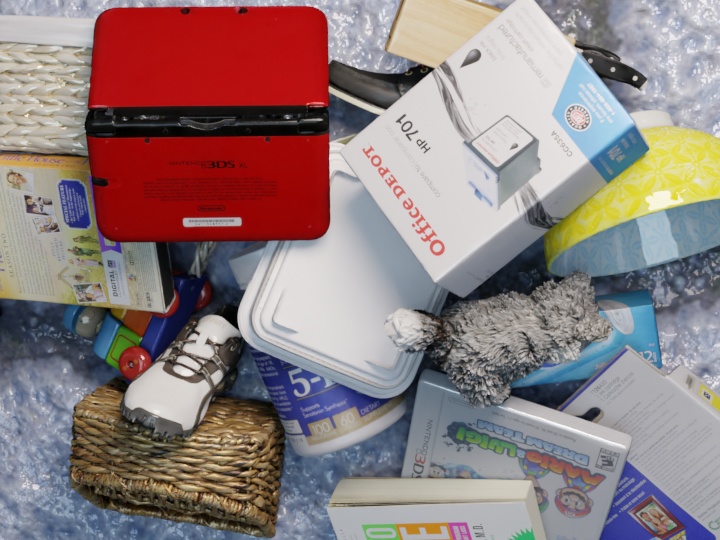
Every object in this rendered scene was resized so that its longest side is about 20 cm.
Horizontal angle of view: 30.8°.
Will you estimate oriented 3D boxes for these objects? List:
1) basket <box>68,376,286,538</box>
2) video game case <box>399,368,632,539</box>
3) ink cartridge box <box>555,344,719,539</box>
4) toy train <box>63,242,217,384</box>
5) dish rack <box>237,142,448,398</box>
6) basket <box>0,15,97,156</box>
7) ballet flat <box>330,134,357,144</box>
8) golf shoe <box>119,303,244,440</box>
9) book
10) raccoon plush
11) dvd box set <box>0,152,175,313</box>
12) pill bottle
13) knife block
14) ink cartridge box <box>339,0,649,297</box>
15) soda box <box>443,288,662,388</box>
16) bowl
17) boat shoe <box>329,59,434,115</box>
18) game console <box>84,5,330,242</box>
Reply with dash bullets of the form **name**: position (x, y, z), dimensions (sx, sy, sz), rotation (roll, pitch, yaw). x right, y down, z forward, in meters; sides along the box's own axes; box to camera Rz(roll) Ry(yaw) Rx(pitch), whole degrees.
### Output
- **basket**: position (-0.181, 0.203, 1.276), dimensions (0.200, 0.143, 0.149), rotation (10, 102, 7)
- **video game case**: position (0.139, 0.193, 1.236), dimensions (0.200, 0.024, 0.182), rotation (17, 129, 12)
- **ink cartridge box**: position (0.267, 0.181, 1.224), dimensions (0.200, 0.047, 0.198), rotation (41, 125, 0)
- **toy train**: position (-0.208, 0.003, 1.277), dimensions (0.116, 0.085, 0.200), rotation (29, 105, 16)
- **dish rack**: position (0.000, 0.000, 1.161), dimensions (0.172, 0.044, 0.200), rotation (23, 86, -8)
- **basket**: position (-0.243, -0.165, 1.206), dimensions (0.200, 0.136, 0.123), rotation (3, 94, 8)
- **ballet flat**: position (0.017, -0.100, 1.228), dimensions (0.200, 0.067, 0.067), rotation (-13, 70, 12)
- **golf shoe**: position (-0.161, 0.087, 1.216), dimensions (0.078, 0.200, 0.095), rotation (25, 109, 3)
- **book**: position (0.081, 0.266, 1.269), dimensions (0.200, 0.048, 0.134), rotation (-5, 117, 24)
- **raccoon plush**: position (0.128, 0.052, 1.110), dimensions (0.134, 0.200, 0.097), rotation (-30, 75, 24)
- **dvd box set**: position (-0.275, -0.036, 1.198), dimensions (0.200, 0.029, 0.146), rotation (4, 121, 14)
- **pill bottle**: position (-0.046, 0.063, 1.238), dimensions (0.120, 0.120, 0.200), rotation (-22, 97, 13)
- **knife block**: position (0.144, -0.183, 1.134), dimensions (0.176, 0.200, 0.064), rotation (28, 106, 33)
- **ink cartridge box**: position (0.108, -0.098, 1.059), dimensions (0.200, 0.086, 0.146), rotation (-39, 71, 9)
- **soda box**: position (0.178, 0.067, 1.229), dimensions (0.200, 0.068, 0.064), rotation (-9, 100, 11)
- **bowl**: position (0.246, -0.075, 1.143), dimensions (0.200, 0.200, 0.108), rotation (-17, 75, 12)
- **boat shoe**: position (0.062, -0.159, 1.197), dimensions (0.201, 0.074, 0.063), rotation (18, 107, 4)
- **game console**: position (-0.126, -0.124, 1.120), dimensions (0.200, 0.119, 0.172), rotation (-1, 123, -1)
